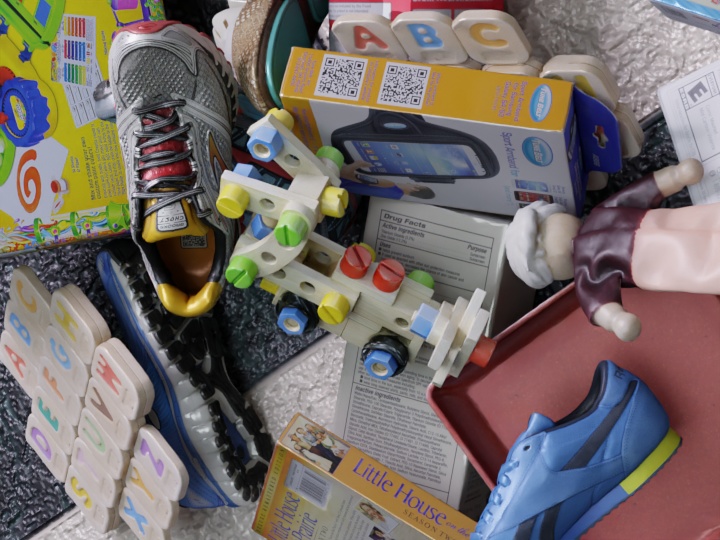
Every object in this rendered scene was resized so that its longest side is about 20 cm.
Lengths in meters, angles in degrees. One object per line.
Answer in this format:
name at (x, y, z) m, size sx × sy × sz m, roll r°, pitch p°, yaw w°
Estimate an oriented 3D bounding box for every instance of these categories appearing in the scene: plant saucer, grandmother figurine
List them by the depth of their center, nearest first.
grandmother figurine at (0.169, -0.010, 1.569) m, size 0.199 × 0.122 × 0.061 m, roll 4°, pitch 139°, yaw 38°
plant saucer at (0.175, 0.094, 1.646) m, size 0.200 × 0.037 × 0.200 m, roll -36°, pitch 93°, yaw 12°

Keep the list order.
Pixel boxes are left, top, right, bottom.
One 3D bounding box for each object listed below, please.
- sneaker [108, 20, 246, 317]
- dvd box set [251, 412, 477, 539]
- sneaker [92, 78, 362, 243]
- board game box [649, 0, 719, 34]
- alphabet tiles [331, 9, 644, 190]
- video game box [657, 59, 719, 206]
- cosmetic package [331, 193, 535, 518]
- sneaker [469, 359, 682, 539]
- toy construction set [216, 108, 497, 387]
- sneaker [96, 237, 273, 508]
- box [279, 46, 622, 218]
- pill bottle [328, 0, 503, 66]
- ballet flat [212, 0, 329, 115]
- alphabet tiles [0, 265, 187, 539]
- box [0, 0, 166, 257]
sneaker at (-0.109, -0.062, 1.632) m, size 0.077 × 0.082 × 0.201 m, roll -7°, pitch 122°, yaw 8°
dvd box set at (0.027, 0.181, 1.702) m, size 0.199 × 0.029 × 0.147 m, roll 31°, pitch 151°, yaw 8°
sneaker at (-0.082, -0.068, 1.707) m, size 0.079 × 0.199 × 0.096 m, roll 0°, pitch 75°, yaw 65°
board game box at (0.283, -0.187, 1.560) m, size 0.199 × 0.034 × 0.135 m, roll 23°, pitch 87°, yaw 33°
alphabet tiles at (0.069, -0.099, 1.642) m, size 0.199 × 0.196 × 0.015 m, roll 2°, pitch 61°, yaw 26°
video game box at (0.286, -0.057, 1.566) m, size 0.182 × 0.047 × 0.201 m, roll -27°, pitch 62°, yaw 25°
cosmetic package at (0.048, 0.052, 1.722) m, size 0.103 × 0.073 × 0.201 m, roll 16°, pitch 102°, yaw 24°
sneaker at (0.099, 0.137, 1.593) m, size 0.200 × 0.066 × 0.079 m, roll -43°, pitch 99°, yaw -8°
toy construction set at (0.000, 0.000, 1.621) m, size 0.200 × 0.092 × 0.131 m, roll 37°, pitch 139°, yaw 11°
sneaker at (-0.138, 0.075, 1.810) m, size 0.089 × 0.078 × 0.201 m, roll -19°, pitch 96°, yaw 31°
box at (0.058, -0.080, 1.624) m, size 0.199 × 0.119 × 0.042 m, roll 10°, pitch 66°, yaw 15°
pill bottle at (0.035, -0.226, 1.677) m, size 0.112 × 0.112 × 0.201 m, roll 3°, pitch 97°, yaw 26°
ballet flat at (-0.057, -0.159, 1.694) m, size 0.065 × 0.200 × 0.071 m, roll -3°, pitch 125°, yaw 19°
alphabet tiles at (-0.186, 0.097, 1.806) m, size 0.196 × 0.015 × 0.200 m, roll 51°, pitch 150°, yaw 20°
box at (-0.226, -0.112, 1.761) m, size 0.122 × 0.192 × 0.201 m, roll 172°, pitch 88°, yaw -71°
